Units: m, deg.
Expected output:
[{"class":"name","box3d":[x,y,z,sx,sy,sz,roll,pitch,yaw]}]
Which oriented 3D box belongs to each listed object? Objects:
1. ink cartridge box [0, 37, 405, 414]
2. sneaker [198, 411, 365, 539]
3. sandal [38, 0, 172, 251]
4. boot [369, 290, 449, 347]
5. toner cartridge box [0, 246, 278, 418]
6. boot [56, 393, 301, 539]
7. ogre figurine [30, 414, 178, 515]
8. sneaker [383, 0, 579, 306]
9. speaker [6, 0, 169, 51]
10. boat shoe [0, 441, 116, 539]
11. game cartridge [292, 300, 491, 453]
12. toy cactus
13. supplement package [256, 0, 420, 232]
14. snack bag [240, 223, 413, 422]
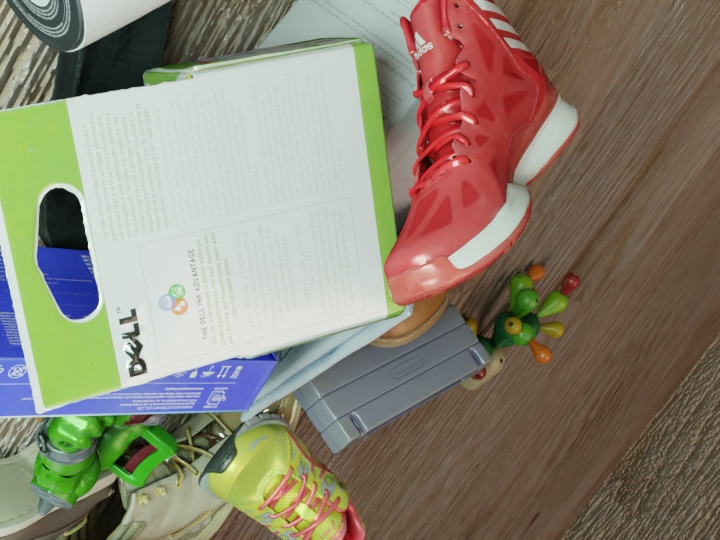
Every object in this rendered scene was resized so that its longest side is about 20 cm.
[{"class":"ink cartridge box","box3d":[-0.087,-0.030,0.605,0.200,0.076,0.148,-14,106,-25]},{"class":"sneaker","box3d":[-0.049,0.174,0.925,0.078,0.090,0.200,-50,148,-1]},{"class":"sandal","box3d":[-0.134,-0.069,0.647,0.075,0.048,0.200,-30,148,-39]},{"class":"boot","box3d":[0.047,-0.050,0.951,0.200,0.074,0.155,-59,158,-31]},{"class":"toner cartridge box","box3d":[-0.150,0.032,0.650,0.200,0.095,0.043,5,125,-44]},{"class":"boot","box3d":[-0.138,0.143,0.928,0.200,0.072,0.155,-55,153,13]},{"class":"ogre figurine","box3d":[-0.154,0.078,0.757,0.120,0.098,0.200,-58,-160,29]},{"class":"sneaker","box3d":[0.040,-0.075,0.625,0.078,0.116,0.200,-25,-161,35]},{"class":"speaker","box3d":[-0.072,-0.180,0.554,0.200,0.081,0.081,-37,153,-28]},{"class":"boat shoe","box3d":[-0.237,0.157,0.774,0.200,0.072,0.060,-12,134,-63]},{"class":"game cartridge","box3d":[0.011,0.061,0.993,0.200,0.130,0.038,-22,158,-47]},{"class":"toy cactus","box3d":[0.169,0.082,1.364,0.200,0.102,0.165,-37,164,-47]},{"class":"supplement package","box3d":[-0.021,-0.078,0.754,0.200,0.110,0.114,-49,156,-2]},{"class":"snack bag","box3d":[0.000,0.000,0.835,0.189,0.021,0.200,-37,-161,39]}]
